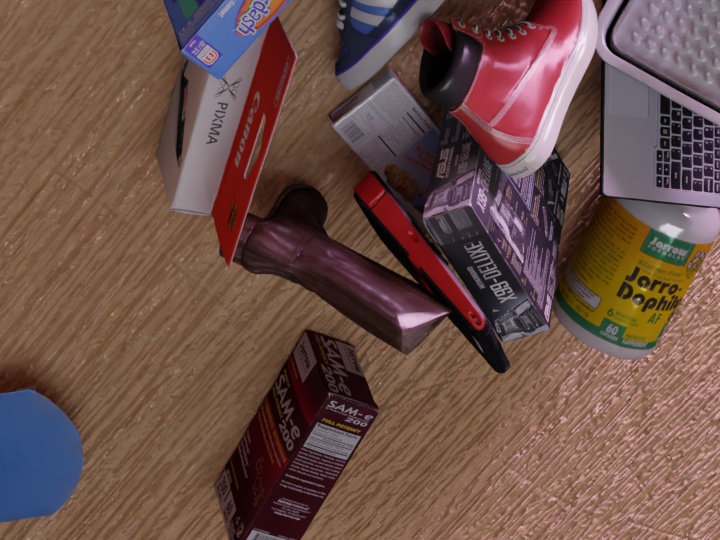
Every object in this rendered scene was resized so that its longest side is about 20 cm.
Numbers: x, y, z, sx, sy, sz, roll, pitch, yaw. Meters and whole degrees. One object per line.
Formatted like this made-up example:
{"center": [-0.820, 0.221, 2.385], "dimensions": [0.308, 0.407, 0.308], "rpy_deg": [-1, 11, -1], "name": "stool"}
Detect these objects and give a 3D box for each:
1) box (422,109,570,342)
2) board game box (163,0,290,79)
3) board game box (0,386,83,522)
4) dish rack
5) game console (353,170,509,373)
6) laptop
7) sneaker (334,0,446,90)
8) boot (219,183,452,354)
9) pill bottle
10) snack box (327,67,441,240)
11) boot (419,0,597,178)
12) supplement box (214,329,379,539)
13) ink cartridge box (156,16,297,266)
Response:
{"center": [0.122, -0.065, 1.710], "dimensions": [0.049, 0.201, 0.158], "rpy_deg": [-15, 131, 27], "name": "box"}
{"center": [-0.093, -0.258, 1.521], "dimensions": [0.045, 0.201, 0.152], "rpy_deg": [34, 109, -32], "name": "board game box"}
{"center": [-0.358, 0.168, 1.824], "dimensions": [0.198, 0.039, 0.159], "rpy_deg": [-9, 129, -4], "name": "board game box"}
{"center": [0.317, -0.212, 1.686], "dimensions": [0.199, 0.044, 0.173], "rpy_deg": [31, 87, 14], "name": "dish rack"}
{"center": [0.067, 0.003, 1.715], "dimensions": [0.031, 0.177, 0.200], "rpy_deg": [-41, 163, -1], "name": "game console"}
{"center": [0.321, -0.157, 1.703], "dimensions": [0.198, 0.116, 0.189], "rpy_deg": [5, 80, -18], "name": "laptop"}
{"center": [0.003, -0.259, 1.638], "dimensions": [0.146, 0.081, 0.200], "rpy_deg": [45, 134, -3], "name": "sneaker"}
{"center": [0.000, 0.000, 1.682], "dimensions": [0.199, 0.186, 0.065], "rpy_deg": [24, 113, 16], "name": "boot"}
{"center": [0.267, -0.027, 1.829], "dimensions": [0.112, 0.113, 0.201], "rpy_deg": [14, 117, -24], "name": "pill bottle"}
{"center": [0.057, -0.093, 1.779], "dimensions": [0.072, 0.024, 0.200], "rpy_deg": [-38, 124, 9], "name": "snack box"}
{"center": [0.120, -0.197, 1.645], "dimensions": [0.144, 0.201, 0.072], "rpy_deg": [39, 144, -26], "name": "boot"}
{"center": [-0.063, 0.171, 1.865], "dimensions": [0.060, 0.109, 0.201], "rpy_deg": [20, 114, -26], "name": "supplement box"}
{"center": [-0.114, -0.133, 1.612], "dimensions": [0.043, 0.174, 0.201], "rpy_deg": [9, 119, -19], "name": "ink cartridge box"}
